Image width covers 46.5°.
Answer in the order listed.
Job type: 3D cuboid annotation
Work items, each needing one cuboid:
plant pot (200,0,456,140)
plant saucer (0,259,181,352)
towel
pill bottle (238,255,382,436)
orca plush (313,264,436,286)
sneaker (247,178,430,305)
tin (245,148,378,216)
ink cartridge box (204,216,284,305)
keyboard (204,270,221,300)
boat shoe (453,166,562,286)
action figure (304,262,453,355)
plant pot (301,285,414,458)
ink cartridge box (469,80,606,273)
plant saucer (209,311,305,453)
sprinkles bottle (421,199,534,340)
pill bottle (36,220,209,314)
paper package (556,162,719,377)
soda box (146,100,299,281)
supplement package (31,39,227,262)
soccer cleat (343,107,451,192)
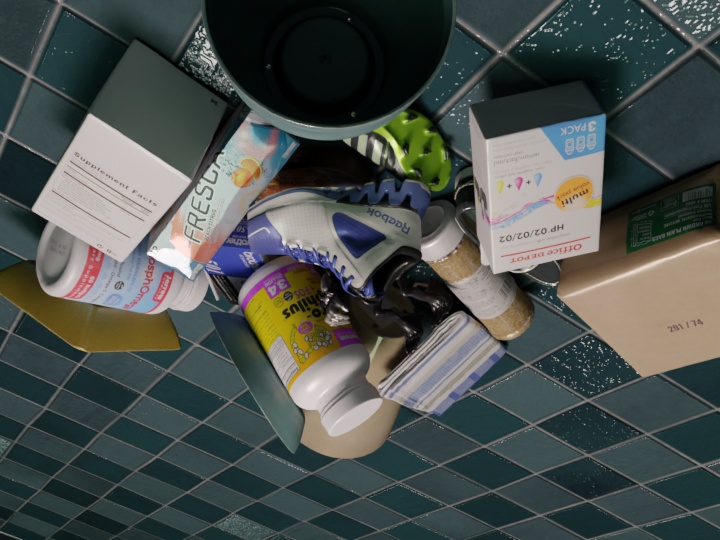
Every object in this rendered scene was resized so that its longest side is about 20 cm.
[{"bbox_3d":[-0.029,-0.196,0.706,0.197,0.204,0.134,16,170,-2],"label":"plant pot"},{"bbox_3d":[-0.359,0.041,1.122,0.198,0.049,0.199,28,-172,25],"label":"plant saucer"},{"bbox_3d":[0.111,0.125,1.087,0.147,0.024,0.200,-44,150,7],"label":"towel"},{"bbox_3d":[-0.056,0.087,0.977,0.103,0.201,0.105,-29,158,-13],"label":"pill bottle"},{"bbox_3d":[0.000,0.000,1.031,0.196,0.072,0.106,3,142,14],"label":"orca plush"},{"bbox_3d":[-0.022,-0.022,0.860,0.196,0.117,0.081,-7,159,11],"label":"sneaker"},{"bbox_3d":[-0.074,-0.088,0.971,0.196,0.042,0.113,-1,137,18],"label":"tin"},{"bbox_3d":[-0.144,-0.007,1.053,0.092,0.045,0.201,7,157,11],"label":"ink cartridge box"},{"bbox_3d":[-0.196,-0.044,1.052,0.010,0.057,0.201,8,143,14],"label":"keyboard"},{"bbox_3d":[0.169,-0.032,0.942,0.199,0.061,0.075,37,137,-28],"label":"boat shoe"},{"bbox_3d":[0.010,0.004,0.941,0.199,0.103,0.119,38,119,-16],"label":"action figure"},{"bbox_3d":[-0.005,0.114,1.112,0.185,0.189,0.201,20,133,-8],"label":"plant pot"},{"bbox_3d":[0.174,-0.072,0.827,0.113,0.068,0.202,-12,130,-1],"label":"ink cartridge box"},{"bbox_3d":[-0.119,0.128,1.033,0.036,0.201,0.201,-31,137,-6],"label":"plant saucer"},{"bbox_3d":[0.133,0.003,0.994,0.068,0.069,0.200,-17,134,35],"label":"sprinkles bottle"},{"bbox_3d":[-0.292,-0.006,1.052,0.108,0.111,0.198,-22,155,39],"label":"pill bottle"},{"bbox_3d":[0.343,0.010,0.904,0.190,0.105,0.199,37,139,-29],"label":"paper package"},{"bbox_3d":[-0.148,-0.089,0.894,0.063,0.069,0.201,32,109,-24],"label":"soda box"},{"bbox_3d":[-0.253,-0.123,0.911,0.119,0.123,0.199,32,140,-20],"label":"supplement package"},{"bbox_3d":[0.015,-0.144,0.854,0.199,0.068,0.081,31,171,-34],"label":"soccer cleat"}]
